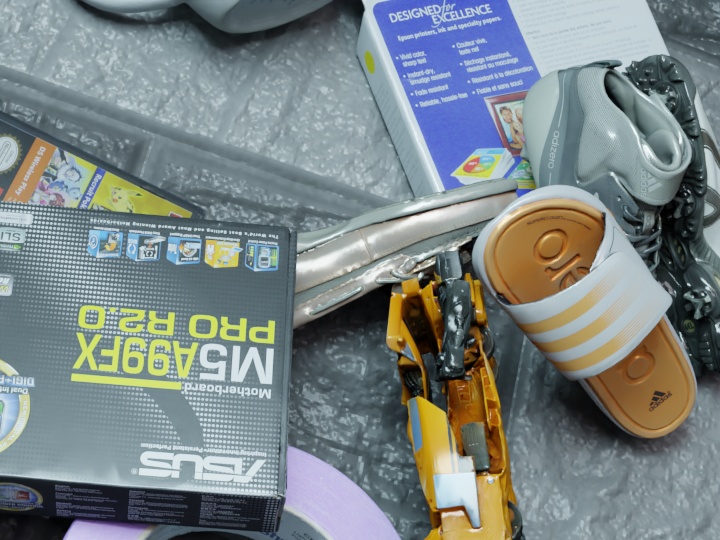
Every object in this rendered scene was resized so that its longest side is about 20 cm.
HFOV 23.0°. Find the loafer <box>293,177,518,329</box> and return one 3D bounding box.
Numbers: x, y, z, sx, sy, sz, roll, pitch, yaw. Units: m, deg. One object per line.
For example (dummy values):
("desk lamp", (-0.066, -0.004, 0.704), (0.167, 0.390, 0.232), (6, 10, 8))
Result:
("loafer", (0.000, 0.000, 1.007), (0.199, 0.072, 0.063), (-16, 89, -5))

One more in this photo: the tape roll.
("tape roll", (-0.068, 0.190, 0.911), (0.199, 0.066, 0.202), (7, 65, -15))

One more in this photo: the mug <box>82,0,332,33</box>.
("mug", (-0.097, -0.229, 1.053), (0.199, 0.148, 0.176), (-23, 82, 6))

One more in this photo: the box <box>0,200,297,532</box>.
("box", (-0.134, 0.046, 0.904), (0.198, 0.044, 0.161), (5, 56, -5))

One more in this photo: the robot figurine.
("robot figurine", (0.051, 0.090, 0.947), (0.058, 0.145, 0.201), (-9, 55, 3))

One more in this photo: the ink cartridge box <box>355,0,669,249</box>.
("ink cartridge box", (0.103, -0.125, 1.118), (0.196, 0.047, 0.201), (-14, 71, -22))

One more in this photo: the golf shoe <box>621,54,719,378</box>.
("golf shoe", (0.205, -0.039, 1.076), (0.094, 0.077, 0.201), (-25, 109, -39))

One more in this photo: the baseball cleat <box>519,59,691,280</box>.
("baseball cleat", (0.149, -0.020, 1.019), (0.069, 0.106, 0.201), (-23, 99, -36))

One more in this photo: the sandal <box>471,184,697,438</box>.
("sandal", (0.142, 0.034, 0.972), (0.079, 0.059, 0.207), (-42, 125, 3))

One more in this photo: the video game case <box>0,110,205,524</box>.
("video game case", (-0.203, 0.012, 0.966), (0.180, 0.026, 0.201), (26, 61, -6))
